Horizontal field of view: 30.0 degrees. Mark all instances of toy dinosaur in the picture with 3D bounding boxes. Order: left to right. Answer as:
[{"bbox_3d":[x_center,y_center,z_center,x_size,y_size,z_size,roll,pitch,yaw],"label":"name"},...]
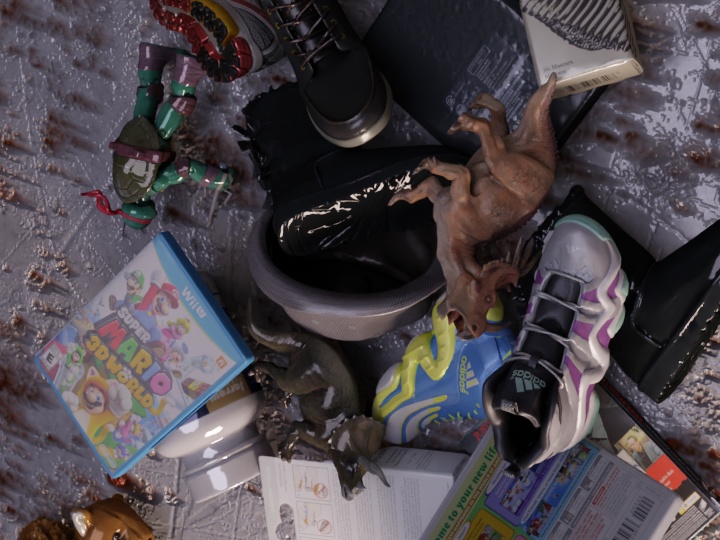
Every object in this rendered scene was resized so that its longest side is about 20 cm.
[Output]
[{"bbox_3d":[-0.038,0.109,1.209,0.102,0.077,0.202,-25,82,30],"label":"toy dinosaur"},{"bbox_3d":[0.110,-0.055,1.060,0.135,0.086,0.200,40,97,-1],"label":"toy dinosaur"}]

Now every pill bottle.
[{"bbox_3d":[-0.160,0.114,1.306,0.119,0.119,0.202,-27,86,30],"label":"pill bottle"}]

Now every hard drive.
[{"bbox_3d":[0.099,-0.174,1.155,0.200,0.033,0.140,44,117,15],"label":"hard drive"}]

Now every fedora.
[{"bbox_3d":[0.000,0.000,1.193,0.197,0.178,0.091,0,135,6],"label":"fedora"}]

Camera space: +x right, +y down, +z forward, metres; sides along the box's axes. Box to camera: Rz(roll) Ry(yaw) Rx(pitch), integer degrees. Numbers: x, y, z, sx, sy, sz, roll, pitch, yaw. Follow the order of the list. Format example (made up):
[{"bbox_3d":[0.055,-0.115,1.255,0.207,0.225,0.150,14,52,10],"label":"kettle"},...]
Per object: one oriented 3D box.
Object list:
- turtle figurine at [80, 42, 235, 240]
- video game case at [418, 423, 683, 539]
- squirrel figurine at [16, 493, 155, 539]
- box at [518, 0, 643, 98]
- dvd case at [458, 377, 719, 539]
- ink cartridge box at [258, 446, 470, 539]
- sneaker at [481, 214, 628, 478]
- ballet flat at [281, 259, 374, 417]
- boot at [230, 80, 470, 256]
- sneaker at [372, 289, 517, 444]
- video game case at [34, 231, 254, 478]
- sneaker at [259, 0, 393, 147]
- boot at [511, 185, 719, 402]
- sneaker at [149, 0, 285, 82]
[{"bbox_3d":[-0.193,-0.113,1.300,0.148,0.100,0.202,18,102,25],"label":"turtle figurine"},{"bbox_3d":[0.142,0.228,1.114,0.181,0.022,0.201,30,86,39],"label":"video game case"},{"bbox_3d":[-0.303,0.326,1.420,0.198,0.141,0.189,13,99,24],"label":"squirrel figurine"},{"bbox_3d":[0.161,-0.246,1.066,0.081,0.068,0.202,-15,84,19],"label":"box"},{"bbox_3d":[0.197,0.176,1.173,0.200,0.022,0.146,46,117,14],"label":"dvd case"},{"bbox_3d":[0.010,0.245,1.259,0.198,0.057,0.164,4,109,28],"label":"ink cartridge box"},{"bbox_3d":[0.141,0.066,1.028,0.077,0.139,0.202,14,113,31],"label":"sneaker"},{"bbox_3d":[-0.035,0.064,1.270,0.046,0.067,0.202,-22,84,-11],"label":"ballet flat"},{"bbox_3d":[-0.007,-0.104,1.181,0.196,0.074,0.163,-16,48,-2],"label":"boot"},{"bbox_3d":[0.078,0.107,1.170,0.105,0.075,0.201,52,137,30],"label":"sneaker"},{"bbox_3d":[-0.204,0.081,1.245,0.200,0.018,0.144,-41,79,25],"label":"video game case"},{"bbox_3d":[-0.042,-0.193,1.137,0.074,0.106,0.201,-33,47,8],"label":"sneaker"},{"bbox_3d":[0.225,-0.008,1.089,0.162,0.073,0.199,40,117,21],"label":"boot"},{"bbox_3d":[-0.138,-0.250,1.260,0.201,0.082,0.078,53,141,27],"label":"sneaker"}]
